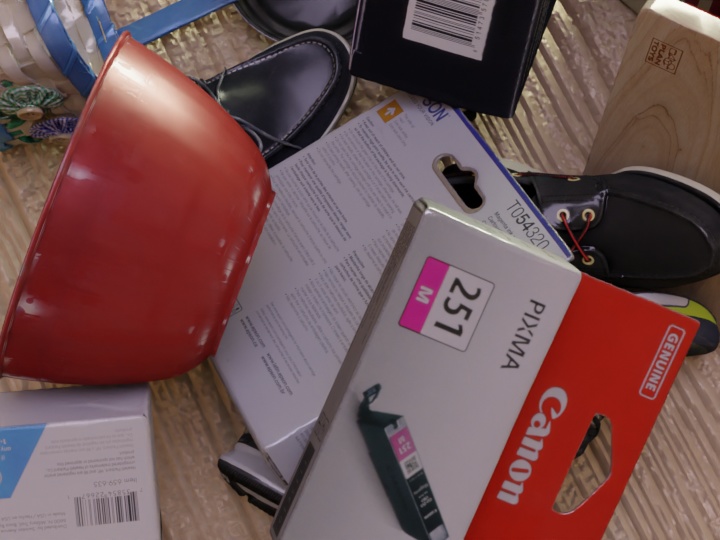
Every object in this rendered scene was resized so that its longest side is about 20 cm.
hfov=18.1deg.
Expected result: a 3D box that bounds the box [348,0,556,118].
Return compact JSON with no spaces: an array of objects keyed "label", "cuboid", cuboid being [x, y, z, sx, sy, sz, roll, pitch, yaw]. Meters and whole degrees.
[{"label":"box","cuboid":[0.076,-0.213,1.332,0.104,0.148,0.200,16,42,6]}]

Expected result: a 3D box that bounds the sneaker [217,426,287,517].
[{"label":"sneaker","cuboid":[0.030,0.116,1.283,0.200,0.076,0.116,30,73,11]}]

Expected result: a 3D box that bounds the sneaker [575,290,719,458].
[{"label":"sneaker","cuboid":[0.122,0.067,1.300,0.199,0.074,0.081,-14,79,-21]}]

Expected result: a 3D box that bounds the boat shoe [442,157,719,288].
[{"label":"boat shoe","cuboid":[0.122,-0.022,1.298,0.201,0.074,0.063,10,27,33]}]

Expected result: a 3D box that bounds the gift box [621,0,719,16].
[{"label":"gift box","cuboid":[0.237,-0.231,1.362,0.200,0.187,0.185,36,72,9]}]

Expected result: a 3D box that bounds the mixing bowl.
[{"label":"mixing bowl","cuboid":[-0.111,-0.018,1.215,0.108,0.200,0.201,20,70,-3]}]

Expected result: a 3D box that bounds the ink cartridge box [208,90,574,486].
[{"label":"ink cartridge box","cuboid":[0.000,0.000,1.281,0.200,0.043,0.197,-30,44,-2]}]

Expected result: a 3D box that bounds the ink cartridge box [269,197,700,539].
[{"label":"ink cartridge box","cuboid":[0.069,0.087,1.191,0.173,0.044,0.200,23,96,-10]}]

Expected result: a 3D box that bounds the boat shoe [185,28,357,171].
[{"label":"boat shoe","cuboid":[-0.086,-0.080,1.348,0.200,0.062,0.075,-34,74,-8]}]

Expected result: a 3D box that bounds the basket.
[{"label":"basket","cuboid":[-0.165,-0.158,1.324,0.200,0.176,0.139,-30,71,8]}]

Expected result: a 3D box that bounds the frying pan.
[{"label":"frying pan","cuboid":[0.005,-0.174,1.411,0.190,0.031,0.115,24,73,3]}]

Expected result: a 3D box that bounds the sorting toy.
[{"label":"sorting toy","cuboid":[0.236,-0.054,1.299,0.198,0.200,0.070,26,46,10]}]

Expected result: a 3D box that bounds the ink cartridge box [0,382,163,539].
[{"label":"ink cartridge box","cuboid":[-0.164,0.168,1.232,0.115,0.067,0.201,-4,105,-5]}]
